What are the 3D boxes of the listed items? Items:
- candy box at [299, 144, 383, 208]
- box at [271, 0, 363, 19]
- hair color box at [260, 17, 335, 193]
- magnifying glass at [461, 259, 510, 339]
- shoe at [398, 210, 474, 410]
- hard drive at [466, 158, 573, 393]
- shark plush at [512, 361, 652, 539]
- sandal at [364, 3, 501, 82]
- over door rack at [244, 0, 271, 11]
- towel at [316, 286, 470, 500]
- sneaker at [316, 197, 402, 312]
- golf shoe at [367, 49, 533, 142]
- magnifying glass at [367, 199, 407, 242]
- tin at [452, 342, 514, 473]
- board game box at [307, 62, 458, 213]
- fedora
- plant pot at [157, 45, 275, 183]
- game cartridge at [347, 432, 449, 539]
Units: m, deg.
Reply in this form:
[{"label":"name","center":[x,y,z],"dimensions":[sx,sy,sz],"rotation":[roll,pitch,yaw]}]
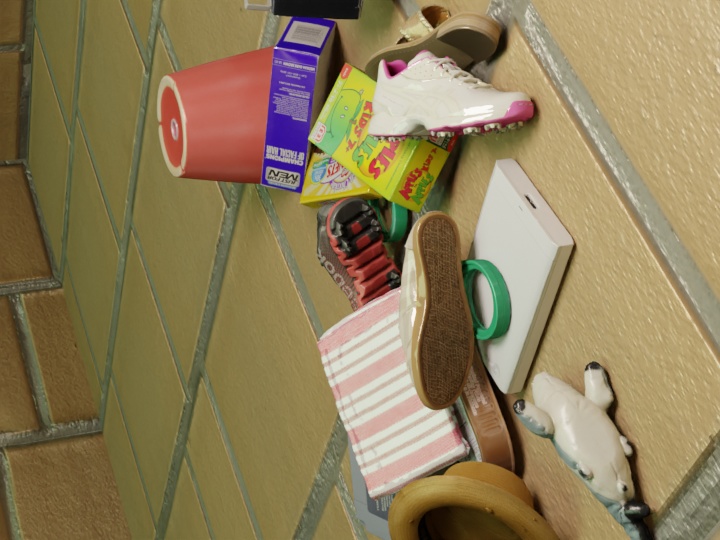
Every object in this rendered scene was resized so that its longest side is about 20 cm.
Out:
[{"label":"candy box","center":[-0.014,-0.133,1.611],"dimensions":[0.200,0.026,0.103],"rotation":[-4,73,63]},{"label":"box","center":[-0.048,-0.404,1.478],"dimensions":[0.148,0.103,0.201],"rotation":[101,168,-54]},{"label":"hair color box","center":[-0.081,-0.214,1.699],"dimensions":[0.110,0.064,0.201],"rotation":[-72,-9,-55]},{"label":"magnifying glass","center":[0.102,0.006,1.385],"dimensions":[0.200,0.022,0.080],"rotation":[-136,43,-54]},{"label":"shoe","center":[0.075,0.041,1.352],"dimensions":[0.053,0.069,0.202],"rotation":[178,92,-67]},{"label":"hard drive","center":[0.149,0.008,1.329],"dimensions":[0.132,0.026,0.201],"rotation":[-119,31,-41]},{"label":"shark plush","center":[0.223,0.171,1.209],"dimensions":[0.200,0.091,0.083],"rotation":[48,165,21]},{"label":"sandal","center":[0.084,-0.246,1.376],"dimensions":[0.211,0.077,0.070],"rotation":[-11,55,60]},{"label":"over door rack","center":[-0.090,-0.442,1.674],"dimensions":[0.148,0.066,0.202],"rotation":[134,145,-63]},{"label":"towel","center":[0.035,0.133,1.440],"dimensions":[0.146,0.030,0.201],"rotation":[-32,70,38]},{"label":"sneaker","center":[0.000,0.000,1.579],"dimensions":[0.098,0.071,0.202],"rotation":[22,138,59]},{"label":"golf shoe","center":[0.084,-0.176,1.312],"dimensions":[0.199,0.075,0.092],"rotation":[2,95,42]},{"label":"magnifying glass","center":[0.006,-0.088,1.627],"dimensions":[0.200,0.022,0.080],"rotation":[-147,53,-62]},{"label":"tin","center":[0.110,0.137,1.416],"dimensions":[0.112,0.042,0.201],"rotation":[123,130,-66]},{"label":"board game box","center":[0.023,-0.152,1.480],"dimensions":[0.200,0.047,0.102],"rotation":[41,106,52]},{"label":"fedora","center":[0.126,0.259,1.352],"dimensions":[0.201,0.199,0.082],"rotation":[107,-174,-46]},{"label":"plant pot","center":[-0.183,-0.210,1.855],"dimensions":[0.200,0.176,0.202],"rotation":[171,90,-67]},{"label":"game cartridge","center":[0.044,0.227,1.515],"dimensions":[0.132,0.041,0.202],"rotation":[15,120,37]}]
